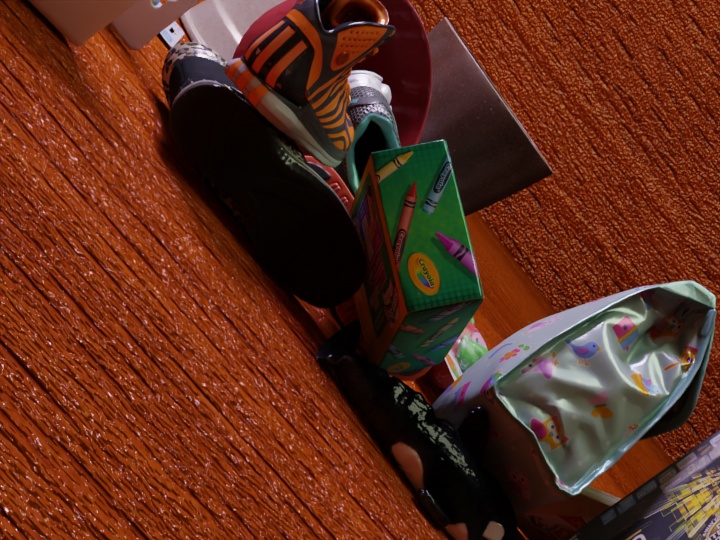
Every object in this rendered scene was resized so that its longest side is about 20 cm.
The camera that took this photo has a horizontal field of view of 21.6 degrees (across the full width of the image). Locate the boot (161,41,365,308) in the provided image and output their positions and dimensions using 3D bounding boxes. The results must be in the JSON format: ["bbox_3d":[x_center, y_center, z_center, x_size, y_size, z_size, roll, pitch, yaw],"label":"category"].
[{"bbox_3d":[-0.075,-0.078,1.405,0.204,0.073,0.154,51,5,-25],"label":"boot"}]

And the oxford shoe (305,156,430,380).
[{"bbox_3d":[0.000,0.000,1.523,0.201,0.071,0.073,60,-5,9],"label":"oxford shoe"}]

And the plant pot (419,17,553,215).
[{"bbox_3d":[0.058,-0.117,1.875,0.187,0.199,0.187,54,7,-10],"label":"plant pot"}]

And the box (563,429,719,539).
[{"bbox_3d":[0.207,0.211,1.311,0.049,0.199,0.161,52,8,-16],"label":"box"}]

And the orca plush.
[{"bbox_3d":[0.057,0.113,1.335,0.201,0.071,0.105,54,8,10],"label":"orca plush"}]

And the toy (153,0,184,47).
[{"bbox_3d":[-0.208,-0.296,1.668,0.200,0.047,0.115,51,10,-10],"label":"toy"}]

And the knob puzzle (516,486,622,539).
[{"bbox_3d":[0.223,0.229,1.536,0.219,0.031,0.220,29,-28,17],"label":"knob puzzle"}]

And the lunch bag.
[{"bbox_3d":[0.162,0.088,1.411,0.122,0.199,0.170,54,-26,0],"label":"lunch bag"}]

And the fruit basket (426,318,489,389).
[{"bbox_3d":[0.080,0.044,1.711,0.201,0.093,0.185,60,7,13],"label":"fruit basket"}]

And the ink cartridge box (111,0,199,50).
[{"bbox_3d":[-0.190,-0.283,1.465,0.201,0.115,0.068,53,8,-5],"label":"ink cartridge box"}]

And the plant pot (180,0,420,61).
[{"bbox_3d":[-0.046,-0.232,1.848,0.201,0.183,0.201,51,7,-9],"label":"plant pot"}]

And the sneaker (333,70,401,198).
[{"bbox_3d":[0.005,-0.060,1.569,0.091,0.077,0.202,-120,-159,-67],"label":"sneaker"}]

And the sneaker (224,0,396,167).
[{"bbox_3d":[-0.017,-0.144,1.361,0.078,0.112,0.200,47,5,13],"label":"sneaker"}]

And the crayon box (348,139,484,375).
[{"bbox_3d":[0.034,-0.004,1.381,0.200,0.058,0.120,114,-35,-73],"label":"crayon box"}]

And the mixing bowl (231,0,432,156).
[{"bbox_3d":[-0.042,-0.159,1.641,0.108,0.201,0.200,19,-18,43],"label":"mixing bowl"}]

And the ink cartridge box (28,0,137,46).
[{"bbox_3d":[-0.208,-0.283,1.241,0.200,0.144,0.148,45,11,-45],"label":"ink cartridge box"}]
